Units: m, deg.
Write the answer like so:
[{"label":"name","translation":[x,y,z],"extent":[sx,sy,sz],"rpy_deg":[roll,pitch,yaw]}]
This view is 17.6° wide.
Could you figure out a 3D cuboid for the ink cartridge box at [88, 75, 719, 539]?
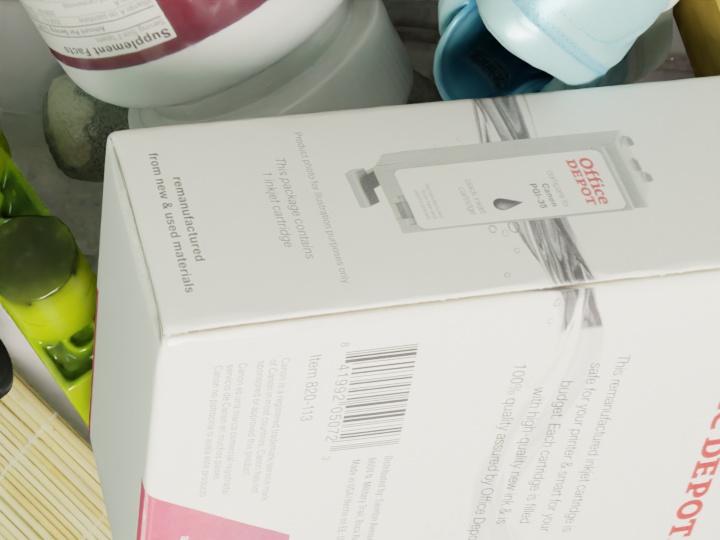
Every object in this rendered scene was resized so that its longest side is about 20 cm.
[{"label":"ink cartridge box","translation":[0.025,0.026,0.698],"extent":[0.200,0.083,0.147],"rpy_deg":[-6,140,-15]}]

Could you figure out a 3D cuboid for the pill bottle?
[{"label":"pill bottle","translation":[-0.065,-0.121,0.715],"extent":[0.109,0.110,0.200],"rpy_deg":[-25,122,11]}]

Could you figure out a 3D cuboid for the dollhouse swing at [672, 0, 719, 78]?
[{"label":"dollhouse swing","translation":[0.198,-0.111,0.789],"extent":[0.200,0.176,0.182],"rpy_deg":[-21,91,-2]}]

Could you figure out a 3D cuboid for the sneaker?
[{"label":"sneaker","translation":[0.053,-0.082,0.741],"extent":[0.082,0.200,0.074],"rpy_deg":[-37,83,-4]}]

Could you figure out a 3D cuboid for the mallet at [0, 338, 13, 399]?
[{"label":"mallet","translation":[-0.221,-0.008,0.878],"extent":[0.066,0.041,0.200],"rpy_deg":[-39,105,21]}]

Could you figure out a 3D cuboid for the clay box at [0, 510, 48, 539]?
[{"label":"clay box","translation":[-0.096,0.202,0.956],"extent":[0.200,0.048,0.115],"rpy_deg":[45,113,8]}]

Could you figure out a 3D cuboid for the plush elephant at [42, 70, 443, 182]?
[{"label":"plush elephant","translation":[0.000,0.000,0.834],"extent":[0.200,0.155,0.165],"rpy_deg":[-18,120,7]}]

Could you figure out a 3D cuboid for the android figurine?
[{"label":"android figurine","translation":[-0.108,0.009,0.829],"extent":[0.041,0.182,0.200],"rpy_deg":[-36,157,-6]}]

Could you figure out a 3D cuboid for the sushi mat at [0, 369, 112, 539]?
[{"label":"sushi mat","translation":[-0.121,0.117,0.919],"extent":[0.200,0.012,0.096],"rpy_deg":[43,110,10]}]
